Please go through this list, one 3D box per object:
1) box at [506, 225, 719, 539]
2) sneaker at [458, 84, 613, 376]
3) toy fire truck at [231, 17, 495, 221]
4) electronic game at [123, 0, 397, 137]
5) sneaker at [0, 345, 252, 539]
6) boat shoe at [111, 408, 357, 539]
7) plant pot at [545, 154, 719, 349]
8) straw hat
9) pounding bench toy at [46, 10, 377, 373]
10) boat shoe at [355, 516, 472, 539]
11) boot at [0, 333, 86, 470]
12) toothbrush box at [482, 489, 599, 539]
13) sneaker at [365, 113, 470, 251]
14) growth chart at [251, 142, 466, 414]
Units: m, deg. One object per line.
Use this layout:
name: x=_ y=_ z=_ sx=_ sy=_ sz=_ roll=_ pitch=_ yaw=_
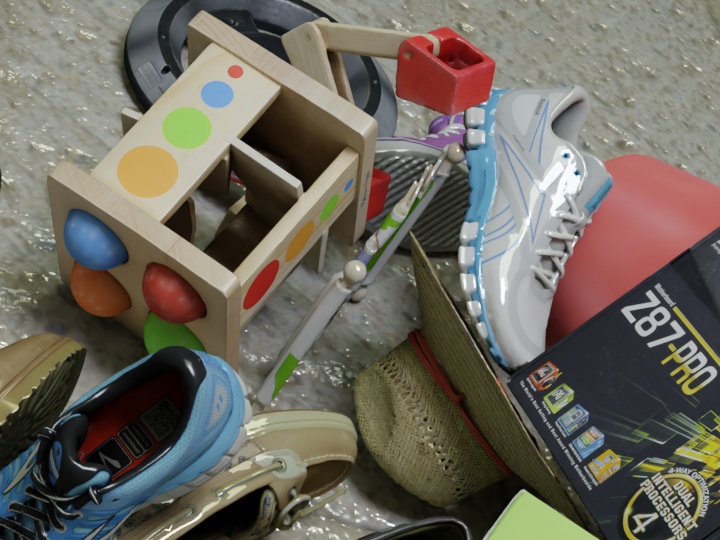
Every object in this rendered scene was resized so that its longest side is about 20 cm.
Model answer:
box: x=0.182 y=0.076 z=1.079 sx=0.049 sy=0.161 sz=0.200 roll=53 pitch=5 yaw=-33
sneaker: x=0.110 y=-0.032 z=1.237 sx=0.075 sy=0.086 sz=0.200 roll=44 pitch=41 yaw=-55
toy fire truck: x=-0.023 y=-0.103 z=1.275 sx=0.200 sy=0.141 sz=0.049 roll=26 pitch=30 yaw=24
electronic game: x=-0.068 y=-0.134 z=1.437 sx=0.200 sy=0.042 sz=0.200 roll=15 pitch=42 yaw=-14
sneaker: x=-0.142 y=0.100 z=0.948 sx=0.200 sy=0.090 sz=0.078 roll=-44 pitch=73 yaw=-9
boat shoe: x=-0.079 y=0.126 z=1.053 sx=0.200 sy=0.073 sz=0.063 roll=-16 pitch=58 yaw=-33
plant pot: x=0.202 y=0.030 z=1.287 sx=0.200 sy=0.201 sz=0.177 roll=-6 pitch=36 yaw=-41
straw hat: x=0.044 y=0.084 z=1.165 sx=0.201 sy=0.085 sz=0.201 roll=59 pitch=3 yaw=-5
pounding bench toy: x=-0.091 y=-0.014 z=1.194 sx=0.124 sy=0.200 sz=0.156 roll=33 pitch=64 yaw=14
boat shoe: x=-0.014 y=0.173 z=1.030 sx=0.073 sy=0.065 sz=0.200 roll=40 pitch=35 yaw=15
boot: x=-0.260 y=0.036 z=1.044 sx=0.200 sy=0.066 sz=0.175 roll=32 pitch=33 yaw=10
toothbrush box: x=0.115 y=0.226 z=0.976 sx=0.200 sy=0.146 sz=0.086 roll=33 pitch=32 yaw=10
sneaker: x=0.049 y=-0.069 z=1.416 sx=0.200 sy=0.073 sz=0.114 roll=14 pitch=30 yaw=-39
growth chart: x=0.000 y=0.000 z=1.213 sx=0.018 sy=0.145 sz=0.200 roll=37 pitch=31 yaw=2
